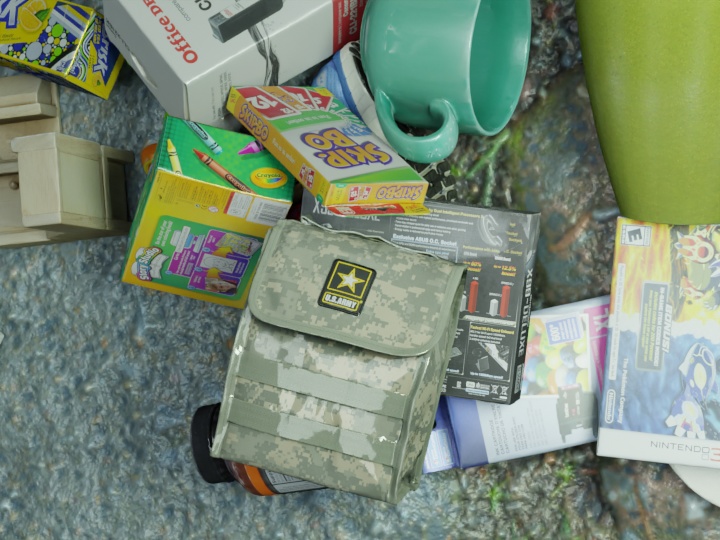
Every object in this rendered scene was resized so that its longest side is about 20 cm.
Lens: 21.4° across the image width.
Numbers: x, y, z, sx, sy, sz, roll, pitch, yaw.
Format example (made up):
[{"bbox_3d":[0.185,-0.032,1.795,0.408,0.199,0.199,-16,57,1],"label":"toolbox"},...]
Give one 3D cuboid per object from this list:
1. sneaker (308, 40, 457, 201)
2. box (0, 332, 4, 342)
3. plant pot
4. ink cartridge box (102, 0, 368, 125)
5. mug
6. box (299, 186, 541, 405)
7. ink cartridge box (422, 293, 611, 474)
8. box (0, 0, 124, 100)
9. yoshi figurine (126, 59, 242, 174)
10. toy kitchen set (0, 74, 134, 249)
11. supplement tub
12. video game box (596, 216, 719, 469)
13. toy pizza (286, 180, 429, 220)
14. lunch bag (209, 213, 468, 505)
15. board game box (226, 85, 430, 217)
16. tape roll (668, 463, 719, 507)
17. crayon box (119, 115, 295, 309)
[{"bbox_3d":[0.016,-0.098,1.689,0.089,0.078,0.201,-29,82,37],"label":"sneaker"},{"bbox_3d":[-0.474,0.081,1.842,0.199,0.106,0.153,29,99,18],"label":"box"},{"bbox_3d":[0.262,-0.143,1.547,0.185,0.187,0.202,4,102,20],"label":"plant pot"},{"bbox_3d":[-0.109,-0.233,1.663,0.199,0.084,0.145,-32,67,-16],"label":"ink cartridge box"},{"bbox_3d":[0.061,-0.190,1.607,0.113,0.185,0.153,9,114,23],"label":"mug"},{"bbox_3d":[0.042,0.018,1.584,0.198,0.050,0.159,7,96,15],"label":"box"},{"bbox_3d":[0.137,0.098,1.623,0.198,0.042,0.121,-12,86,4],"label":"ink cartridge box"},{"bbox_3d":[-0.308,-0.220,1.772,0.199,0.064,0.071,20,85,36],"label":"box"},{"bbox_3d":[-0.162,-0.161,1.725,0.111,0.113,0.202,10,60,-14],"label":"yoshi figurine"},{"bbox_3d":[-0.332,-0.109,1.751,0.198,0.180,0.165,-6,86,16],"label":"toy kitchen set"},{"bbox_3d":[-0.048,0.141,1.685,0.198,0.107,0.108,-9,86,20],"label":"supplement tub"},{"bbox_3d":[0.291,0.062,1.552,0.180,0.047,0.202,4,88,18],"label":"video game box"},{"bbox_3d":[0.000,0.000,1.664,0.199,0.032,0.202,14,120,25],"label":"toy pizza"},{"bbox_3d":[-0.013,0.066,1.518,0.163,0.118,0.202,14,95,12],"label":"lunch bag"},{"bbox_3d":[-0.026,-0.100,1.574,0.200,0.095,0.030,49,131,44],"label":"board game box"},{"bbox_3d":[0.338,0.104,1.579,0.201,0.037,0.205,0,89,21],"label":"tape roll"},{"bbox_3d":[-0.134,-0.046,1.655,0.118,0.200,0.059,13,59,-10],"label":"crayon box"}]
